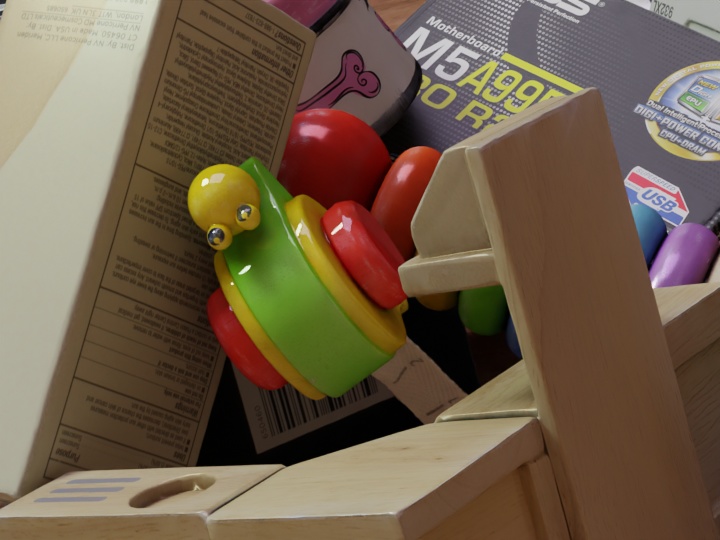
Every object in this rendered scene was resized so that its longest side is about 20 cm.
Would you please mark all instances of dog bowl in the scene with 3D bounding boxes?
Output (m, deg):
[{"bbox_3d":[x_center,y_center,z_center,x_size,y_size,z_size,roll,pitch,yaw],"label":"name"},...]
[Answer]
[{"bbox_3d":[-0.078,-0.076,1.073,0.200,0.074,0.200,-22,20,9],"label":"dog bowl"}]

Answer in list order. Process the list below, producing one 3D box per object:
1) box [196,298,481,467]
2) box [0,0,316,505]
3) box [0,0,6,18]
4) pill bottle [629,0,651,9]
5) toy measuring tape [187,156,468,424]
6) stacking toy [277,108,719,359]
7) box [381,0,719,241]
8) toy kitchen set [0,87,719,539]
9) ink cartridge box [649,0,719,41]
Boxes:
[{"bbox_3d":[-0.067,0.037,1.069,0.148,0.107,0.200,-22,14,-26],"label":"box"},{"bbox_3d":[-0.094,-0.010,0.897,0.078,0.200,0.095,10,-11,35],"label":"box"},{"bbox_3d":[-0.190,-0.051,1.418,0.104,0.200,0.148,-21,14,-26],"label":"box"},{"bbox_3d":[0.218,-0.126,1.458,0.200,0.113,0.112,-16,12,-1],"label":"pill bottle"},{"bbox_3d":[0.003,0.032,0.895,0.074,0.200,0.074,-25,40,23],"label":"toy measuring tape"},{"bbox_3d":[0.052,-0.008,0.950,0.200,0.085,0.085,23,20,8],"label":"stacking toy"},{"bbox_3d":[0.086,-0.052,1.105,0.200,0.044,0.160,30,63,33],"label":"box"},{"bbox_3d":[0.004,0.040,0.824,0.180,0.163,0.200,-6,15,39],"label":"toy kitchen set"},{"bbox_3d":[0.259,-0.116,1.201,0.200,0.084,0.145,8,12,-19],"label":"ink cartridge box"}]
